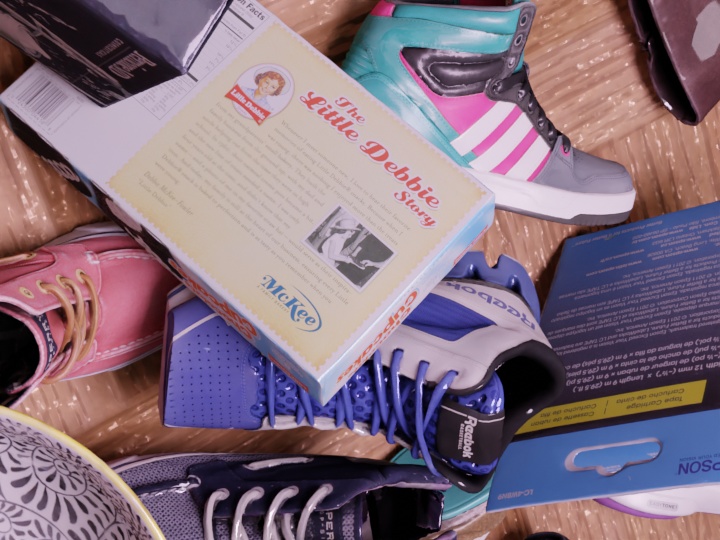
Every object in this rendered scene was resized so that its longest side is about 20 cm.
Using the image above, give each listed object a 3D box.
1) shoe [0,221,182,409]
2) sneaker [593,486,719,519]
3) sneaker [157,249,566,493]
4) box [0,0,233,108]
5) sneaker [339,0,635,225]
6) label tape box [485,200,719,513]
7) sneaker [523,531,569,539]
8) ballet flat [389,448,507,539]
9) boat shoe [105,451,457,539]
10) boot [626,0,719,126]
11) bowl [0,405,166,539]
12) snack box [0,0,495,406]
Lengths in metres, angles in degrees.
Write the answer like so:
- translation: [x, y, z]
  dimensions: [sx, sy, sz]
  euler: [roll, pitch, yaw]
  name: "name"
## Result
- translation: [-0.143, 0.027, 0.702]
  dimensions: [0.199, 0.091, 0.072]
  euler: [-11, 105, -30]
  name: "shoe"
- translation: [0.226, 0.102, 0.955]
  dimensions: [0.199, 0.075, 0.101]
  euler: [7, 97, -33]
  name: "sneaker"
- translation: [0.011, 0.045, 0.718]
  dimensions: [0.198, 0.115, 0.081]
  euler: [-5, 118, -18]
  name: "sneaker"
- translation: [-0.130, -0.169, 0.580]
  dimensions: [0.196, 0.200, 0.124]
  euler: [33, 83, -15]
  name: "box"
- translation: [0.076, -0.098, 0.822]
  dimensions: [0.199, 0.084, 0.122]
  euler: [10, 104, -32]
  name: "sneaker"
- translation: [0.160, 0.055, 0.818]
  dimensions: [0.066, 0.142, 0.201]
  euler: [51, 42, -30]
  name: "label tape box"
- translation: [0.118, 0.237, 0.850]
  dimensions: [0.073, 0.201, 0.112]
  euler: [-30, 137, 14]
  name: "sneaker"
- translation: [0.024, 0.146, 0.852]
  dimensions: [0.199, 0.068, 0.073]
  euler: [-32, 135, -22]
  name: "ballet flat"
- translation: [-0.048, 0.116, 0.720]
  dimensions: [0.199, 0.092, 0.075]
  euler: [-5, 86, -36]
  name: "boat shoe"
- translation: [0.215, -0.203, 0.888]
  dimensions: [0.166, 0.072, 0.201]
  euler: [-36, 120, -23]
  name: "boot"
- translation: [-0.158, 0.136, 0.634]
  dimensions: [0.199, 0.094, 0.203]
  euler: [0, 101, 2]
  name: "bowl"
- translation: [-0.051, -0.049, 0.701]
  dimensions: [0.200, 0.037, 0.116]
  euler: [40, 74, 15]
  name: "snack box"
